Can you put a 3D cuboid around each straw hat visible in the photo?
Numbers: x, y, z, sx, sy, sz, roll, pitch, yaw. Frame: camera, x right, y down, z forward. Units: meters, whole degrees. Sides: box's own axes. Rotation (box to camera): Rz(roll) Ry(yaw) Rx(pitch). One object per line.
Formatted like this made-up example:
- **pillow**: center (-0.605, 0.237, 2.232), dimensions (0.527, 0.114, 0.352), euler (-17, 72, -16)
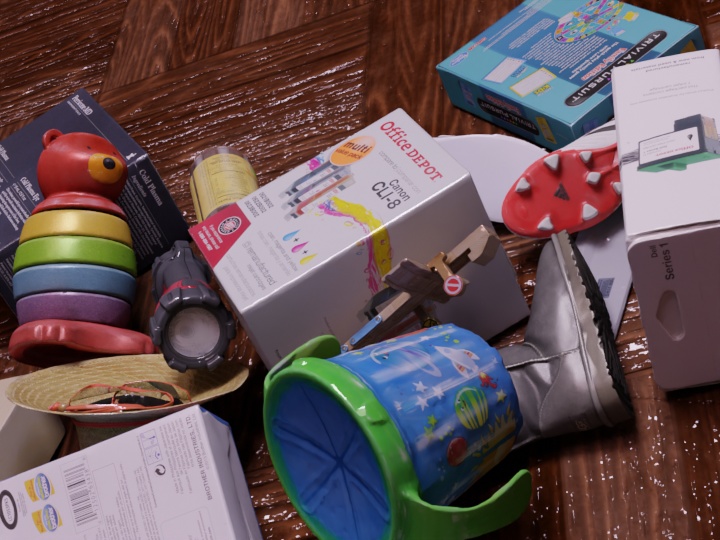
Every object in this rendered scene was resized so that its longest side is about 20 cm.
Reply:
- **straw hat**: center (-0.177, 0.126, 1.205), dimensions (0.200, 0.085, 0.201), euler (-3, 9, 1)

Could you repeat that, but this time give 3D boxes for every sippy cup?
- **sippy cup**: center (0.028, 0.100, 1.004), dimensions (0.130, 0.140, 0.178), euler (-24, 75, -32)

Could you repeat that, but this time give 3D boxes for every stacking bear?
- **stacking bear**: center (-0.242, -0.022, 1.346), dimensions (0.114, 0.121, 0.201), euler (-19, 66, 51)

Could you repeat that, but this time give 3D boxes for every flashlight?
- **flashlight**: center (-0.144, 0.031, 1.293), dimensions (0.068, 0.068, 0.200), euler (-38, 14, -3)

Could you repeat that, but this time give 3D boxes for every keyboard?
- **keyboard**: center (0.178, 0.015, 1.192), dimensions (0.056, 0.011, 0.200), euler (0, 44, 26)

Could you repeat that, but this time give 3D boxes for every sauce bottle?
- **sauce bottle**: center (-0.113, -0.038, 1.400), dimensions (0.065, 0.065, 0.200), euler (-24, 37, 5)

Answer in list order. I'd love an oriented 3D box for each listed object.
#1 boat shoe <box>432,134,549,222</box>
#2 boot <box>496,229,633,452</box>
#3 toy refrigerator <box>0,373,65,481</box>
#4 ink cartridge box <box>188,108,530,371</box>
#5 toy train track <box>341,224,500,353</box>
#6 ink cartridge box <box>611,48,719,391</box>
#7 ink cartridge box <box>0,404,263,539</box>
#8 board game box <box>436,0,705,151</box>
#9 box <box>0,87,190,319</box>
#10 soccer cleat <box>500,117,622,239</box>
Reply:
- **boat shoe**: center (0.082, -0.080, 1.324), dimensions (0.199, 0.072, 0.068), euler (3, 6, 19)
- **boot**: center (0.082, 0.072, 1.126), dimensions (0.199, 0.073, 0.182), euler (-23, 42, 18)
- **toy refrigerator**: center (-0.309, 0.172, 1.241), dimensions (0.076, 0.070, 0.200), euler (-13, 28, 19)
- **ink cartridge box**: center (0.000, 0.000, 1.207), dimensions (0.200, 0.145, 0.145), euler (-30, 34, -6)
- **toy train track**: center (0.024, 0.045, 1.108), dimensions (0.200, 0.115, 0.033), euler (-41, 67, 15)
- **ink cartridge box**: center (0.232, -0.037, 1.100), dimensions (0.084, 0.146, 0.200), euler (-10, 39, 13)
- **ink cartridge box**: center (-0.174, 0.194, 1.091), dimensions (0.199, 0.076, 0.137), euler (-21, 67, 6)
- **board game box**: center (0.186, -0.181, 1.398), dimensions (0.151, 0.047, 0.200), euler (-38, 37, -14)
- **box**: center (-0.288, -0.058, 1.503), dimensions (0.182, 0.104, 0.200), euler (-35, 36, -9)
- **soccer cleat**: center (0.201, -0.085, 1.250), dimensions (0.200, 0.069, 0.085), euler (-35, -8, 0)
